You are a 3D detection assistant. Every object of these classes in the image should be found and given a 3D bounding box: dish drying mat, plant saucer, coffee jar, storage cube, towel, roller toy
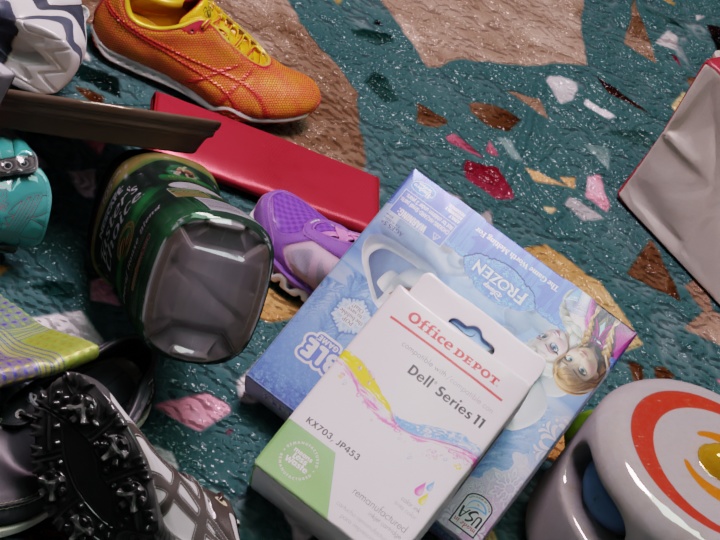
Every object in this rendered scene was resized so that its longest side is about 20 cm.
[{"bbox_3d":[-0.077,-0.082,1.636,0.200,0.018,0.077,20,37,-17],"label":"dish drying mat"},{"bbox_3d":[-0.201,-0.110,1.482,0.200,0.029,0.200,8,3,0],"label":"plant saucer"},{"bbox_3d":[-0.127,-0.015,1.388,0.085,0.104,0.200,12,12,-21],"label":"coffee jar"},{"bbox_3d":[0.373,-0.084,1.841,0.180,0.171,0.200,-16,57,-45],"label":"storage cube"},{"bbox_3d":[-0.280,0.044,1.275,0.200,0.023,0.144,-8,25,-41],"label":"towel"},{"bbox_3d":[0.224,0.174,1.438,0.200,0.140,0.182,36,36,5],"label":"roller toy"}]

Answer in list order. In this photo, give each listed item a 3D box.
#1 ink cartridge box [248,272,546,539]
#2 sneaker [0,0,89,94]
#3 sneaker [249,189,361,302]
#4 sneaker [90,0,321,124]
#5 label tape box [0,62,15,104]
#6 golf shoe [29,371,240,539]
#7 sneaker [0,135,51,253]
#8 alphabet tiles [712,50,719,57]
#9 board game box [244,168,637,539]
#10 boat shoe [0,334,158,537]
[{"bbox_3d":[0.032,0.094,1.368,0.117,0.067,0.200,36,71,8],"label":"ink cartridge box"},{"bbox_3d":[-0.297,-0.225,1.596,0.199,0.080,0.130,23,30,-5],"label":"sneaker"},{"bbox_3d":[0.000,0.000,1.531,0.200,0.088,0.080,46,39,21],"label":"sneaker"},{"bbox_3d":[-0.120,-0.178,1.670,0.200,0.077,0.073,21,34,-17],"label":"sneaker"},{"bbox_3d":[-0.308,-0.132,1.271,0.144,0.063,0.200,31,6,-1],"label":"label tape box"},{"bbox_3d":[-0.129,0.148,1.250,0.200,0.078,0.094,61,23,0],"label":"golf shoe"},{"bbox_3d":[-0.271,-0.039,1.380,0.121,0.084,0.200,14,32,-10],"label":"sneaker"},{"bbox_3d":[0.463,-0.168,2.146,0.200,0.015,0.196,-5,49,-41],"label":"alphabet tiles"},{"bbox_3d":[0.057,0.063,1.441,0.200,0.043,0.199,36,73,7],"label":"board game box"},{"bbox_3d":[-0.188,0.097,1.289,0.075,0.066,0.199,42,36,13],"label":"boat shoe"}]
